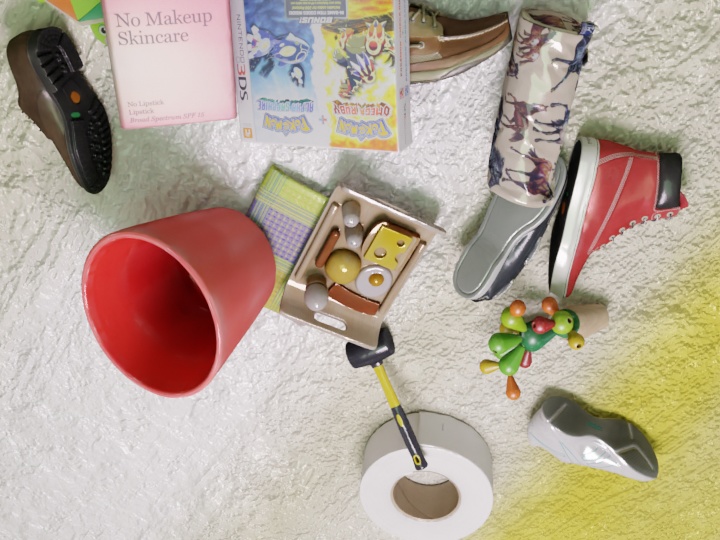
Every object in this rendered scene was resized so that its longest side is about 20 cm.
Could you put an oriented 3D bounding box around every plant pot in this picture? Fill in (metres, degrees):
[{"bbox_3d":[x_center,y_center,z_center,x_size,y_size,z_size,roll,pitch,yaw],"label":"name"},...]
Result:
[{"bbox_3d":[-0.202,0.020,1.006,0.196,0.177,0.205,10,116,22],"label":"plant pot"}]

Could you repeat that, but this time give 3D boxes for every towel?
[{"bbox_3d":[-0.094,-0.024,1.078,0.141,0.023,0.202,25,122,-8],"label":"towel"}]

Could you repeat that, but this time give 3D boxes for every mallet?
[{"bbox_3d":[0.053,0.173,1.140,0.065,0.041,0.203,-29,93,19],"label":"mallet"}]

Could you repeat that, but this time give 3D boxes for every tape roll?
[{"bbox_3d":[0.098,0.308,1.239,0.197,0.071,0.206,4,124,6],"label":"tape roll"}]

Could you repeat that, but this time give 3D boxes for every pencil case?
[{"bbox_3d":[0.190,-0.169,0.893,0.087,0.078,0.204,5,114,-8],"label":"pencil case"}]

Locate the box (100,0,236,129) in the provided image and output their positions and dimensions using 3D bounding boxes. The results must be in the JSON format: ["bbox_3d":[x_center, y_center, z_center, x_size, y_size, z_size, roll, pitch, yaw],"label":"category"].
[{"bbox_3d":[-0.196,-0.262,0.852,0.125,0.110,0.203,-8,132,-12],"label":"box"}]

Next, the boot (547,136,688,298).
[{"bbox_3d":[0.301,-0.048,0.983,0.141,0.073,0.204,9,120,-1],"label":"boot"}]

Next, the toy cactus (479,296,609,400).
[{"bbox_3d":[0.238,0.082,1.044,0.161,0.104,0.201,-14,157,-16],"label":"toy cactus"}]

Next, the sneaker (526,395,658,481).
[{"bbox_3d":[0.324,0.242,1.177,0.197,0.071,0.081,26,138,-6],"label":"sneaker"}]

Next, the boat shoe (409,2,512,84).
[{"bbox_3d":[0.060,-0.240,0.886,0.196,0.076,0.075,-14,116,16],"label":"boat shoe"}]

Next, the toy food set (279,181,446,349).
[{"bbox_3d":[0.000,0.000,1.035,0.141,0.061,0.202,21,123,-16],"label":"toy food set"}]

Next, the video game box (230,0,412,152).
[{"bbox_3d":[-0.044,-0.223,0.877,0.196,0.047,0.186,7,116,24],"label":"video game box"}]

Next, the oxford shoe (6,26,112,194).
[{"bbox_3d":[-0.352,-0.184,0.989,0.083,0.073,0.204,2,123,26],"label":"oxford shoe"}]

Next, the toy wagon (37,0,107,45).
[{"bbox_3d":[-0.283,-0.324,0.896,0.151,0.040,0.204,-5,122,11],"label":"toy wagon"}]

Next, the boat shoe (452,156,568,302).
[{"bbox_3d":[0.184,-0.050,1.002,0.060,0.076,0.201,11,124,-48],"label":"boat shoe"}]
